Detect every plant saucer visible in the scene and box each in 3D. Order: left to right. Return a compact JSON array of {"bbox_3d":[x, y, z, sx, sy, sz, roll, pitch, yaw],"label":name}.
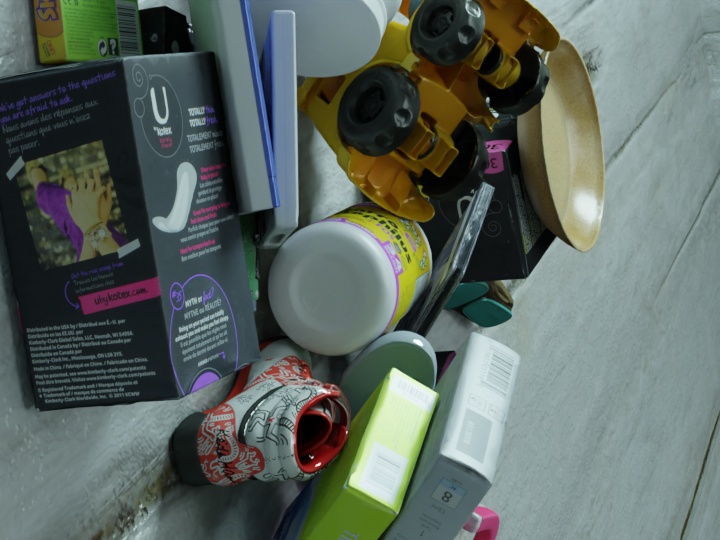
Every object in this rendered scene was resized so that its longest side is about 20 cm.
[{"bbox_3d":[0.186,-0.116,1.417,0.200,0.035,0.203,-6,90,-66],"label":"plant saucer"}]

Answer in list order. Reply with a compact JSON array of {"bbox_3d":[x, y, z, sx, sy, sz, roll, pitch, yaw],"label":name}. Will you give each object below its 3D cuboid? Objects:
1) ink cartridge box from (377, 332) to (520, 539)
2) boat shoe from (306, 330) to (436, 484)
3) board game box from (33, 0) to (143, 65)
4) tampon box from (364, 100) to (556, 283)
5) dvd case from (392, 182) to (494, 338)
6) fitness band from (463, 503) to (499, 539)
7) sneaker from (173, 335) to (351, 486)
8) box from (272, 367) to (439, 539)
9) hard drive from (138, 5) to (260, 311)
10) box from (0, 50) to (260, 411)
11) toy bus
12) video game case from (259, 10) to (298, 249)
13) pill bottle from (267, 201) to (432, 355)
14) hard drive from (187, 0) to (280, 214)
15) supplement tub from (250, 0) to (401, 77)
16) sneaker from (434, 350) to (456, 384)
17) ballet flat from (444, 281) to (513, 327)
[{"bbox_3d":[0.045,0.165,1.103,0.201,0.047,0.161,-62,-177,31],"label":"ink cartridge box"},{"bbox_3d":[0.009,0.104,1.226,0.091,0.070,0.201,-72,-172,-52],"label":"boat shoe"},{"bbox_3d":[-0.183,-0.235,0.979,0.095,0.030,0.203,-13,100,-67],"label":"board game box"},{"bbox_3d":[0.109,-0.079,1.465,0.200,0.148,0.128,-45,126,-60],"label":"tampon box"},{"bbox_3d":[0.054,0.034,1.321,0.201,0.016,0.149,-60,-177,34],"label":"dvd case"},{"bbox_3d":[0.078,0.281,1.386,0.145,0.037,0.200,-66,162,-1],"label":"fitness band"},{"bbox_3d":[-0.048,0.103,1.125,0.201,0.107,0.068,-41,122,-62],"label":"sneaker"},{"bbox_3d":[-0.017,0.177,1.108,0.201,0.047,0.122,-57,-174,43],"label":"box"},{"bbox_3d":[-0.119,-0.073,1.083,0.139,0.037,0.203,13,73,-65],"label":"hard drive"},{"bbox_3d":[-0.144,-0.027,0.931,0.122,0.105,0.203,-23,106,-67],"label":"box"},{"bbox_3d":[0.039,-0.174,1.262,0.135,0.201,0.192,28,15,-47],"label":"toy bus"},{"bbox_3d":[-0.061,-0.094,1.089,0.200,0.018,0.145,156,-67,-82],"label":"video game case"},{"bbox_3d":[0.000,0.000,1.247,0.200,0.103,0.106,-33,116,-72],"label":"pill bottle"},{"bbox_3d":[-0.089,-0.139,1.000,0.132,0.025,0.203,-178,-101,-78],"label":"hard drive"},{"bbox_3d":[-0.028,-0.269,1.193,0.145,0.143,0.202,53,39,-50],"label":"supplement tub"},{"bbox_3d":[0.055,0.174,1.405,0.086,0.079,0.202,42,60,-64],"label":"sneaker"},{"bbox_3d":[0.109,0.007,1.569,0.200,0.067,0.073,24,44,-64],"label":"ballet flat"}]
